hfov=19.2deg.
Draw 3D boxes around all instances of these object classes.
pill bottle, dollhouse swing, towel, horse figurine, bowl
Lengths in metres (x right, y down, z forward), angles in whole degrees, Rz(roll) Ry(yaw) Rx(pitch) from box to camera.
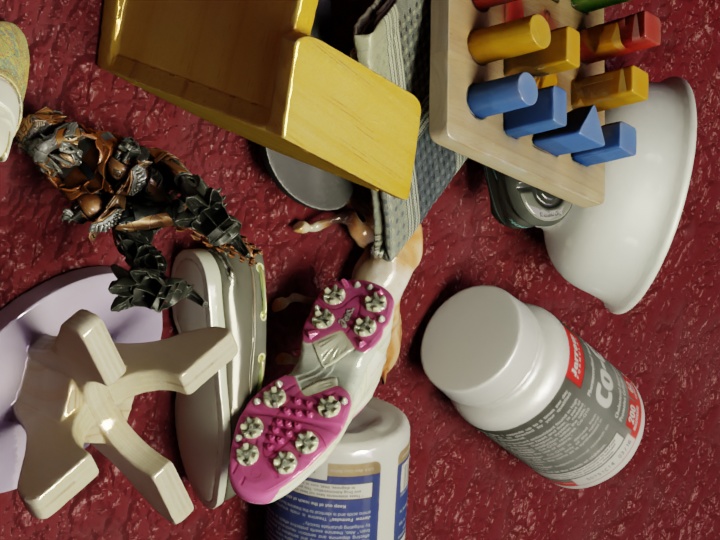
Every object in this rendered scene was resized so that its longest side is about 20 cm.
[{"bbox_3d":[-0.020,0.205,1.668,0.111,0.111,0.200,-14,116,-39],"label":"pill bottle"},{"bbox_3d":[-0.050,-0.176,1.420,0.182,0.200,0.176,24,89,-46],"label":"dollhouse swing"},{"bbox_3d":[0.144,0.096,1.778,0.200,0.114,0.114,38,80,-46],"label":"pill bottle"},{"bbox_3d":[0.038,-0.136,1.592,0.193,0.035,0.200,-54,145,-49],"label":"towel"},{"bbox_3d":[0.000,0.000,1.649,0.132,0.050,0.200,3,107,-38],"label":"horse figurine"},{"bbox_3d":[0.195,-0.072,1.737,0.090,0.201,0.201,15,98,-10],"label":"bowl"}]

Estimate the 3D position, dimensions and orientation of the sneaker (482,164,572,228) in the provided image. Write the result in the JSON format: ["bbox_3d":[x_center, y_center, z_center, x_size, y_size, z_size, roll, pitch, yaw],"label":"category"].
[{"bbox_3d":[0.117,-0.129,1.686,0.075,0.079,0.200,-1,81,-23],"label":"sneaker"}]

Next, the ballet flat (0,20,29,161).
[{"bbox_3d":[-0.263,-0.070,1.357,0.200,0.071,0.071,-54,135,-13],"label":"ballet flat"}]

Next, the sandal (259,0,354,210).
[{"bbox_3d":[-0.037,-0.136,1.539,0.075,0.045,0.200,-18,110,-32],"label":"sandal"}]

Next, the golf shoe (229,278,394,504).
[{"bbox_3d":[-0.029,0.102,1.570,0.200,0.075,0.092,-56,155,-30],"label":"golf shoe"}]

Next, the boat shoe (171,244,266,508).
[{"bbox_3d":[-0.098,0.078,1.570,0.060,0.072,0.202,-13,112,-35],"label":"boat shoe"}]

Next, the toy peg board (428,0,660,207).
[{"bbox_3d":[0.151,-0.173,1.584,0.200,0.098,0.199,19,66,-46],"label":"toy peg board"}]

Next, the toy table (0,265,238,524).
[{"bbox_3d":[-0.187,0.090,1.459,0.200,0.117,0.184,-50,134,-18],"label":"toy table"}]

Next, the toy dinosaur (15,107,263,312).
[{"bbox_3d":[-0.138,-0.049,1.435,0.200,0.136,0.102,4,123,-33],"label":"toy dinosaur"}]
